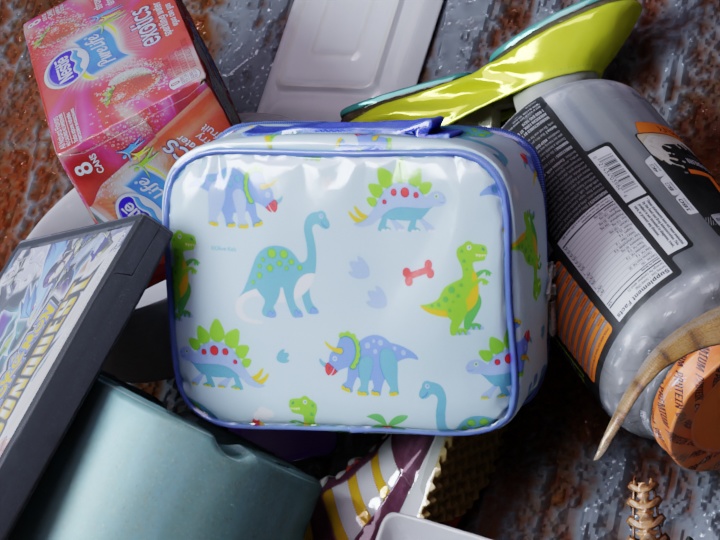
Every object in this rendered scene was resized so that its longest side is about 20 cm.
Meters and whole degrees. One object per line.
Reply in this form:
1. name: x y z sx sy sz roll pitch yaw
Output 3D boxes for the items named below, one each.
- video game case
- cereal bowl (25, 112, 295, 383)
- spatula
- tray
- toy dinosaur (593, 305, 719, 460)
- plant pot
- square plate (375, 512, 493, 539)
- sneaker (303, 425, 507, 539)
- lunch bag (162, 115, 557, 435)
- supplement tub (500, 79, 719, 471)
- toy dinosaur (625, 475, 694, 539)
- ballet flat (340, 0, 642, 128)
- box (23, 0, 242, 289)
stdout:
1. video game case: -0.188 0.066 1.383 0.180 0.025 0.201 -9 50 62
2. cereal bowl: -0.099 -0.001 1.530 0.199 0.084 0.201 -21 29 12
3. spatula: 0.017 0.065 1.490 0.199 0.021 0.057 -20 52 17
4. tray: 0.003 -0.179 1.636 0.107 0.022 0.201 4 65 31
5. toy dinosaur: 0.200 0.017 1.266 0.198 0.061 0.107 -8 54 -4
6. plant pot: -0.126 0.167 1.376 0.199 0.200 0.197 23 86 36
7. square plate: 0.076 0.241 1.324 0.197 0.028 0.201 14 70 13
8. sneaker: 0.011 0.119 1.430 0.090 0.075 0.201 15 70 28
9. lunch bag: 0.000 0.000 1.362 0.198 0.082 0.162 0 103 21
10. supplement tub: 0.151 0.003 1.390 0.122 0.123 0.200 -38 53 4
11. toy dinosaur: 0.146 0.195 1.242 0.101 0.136 0.201 15 111 -3
12. ballet flat: 0.081 -0.094 1.529 0.199 0.067 0.068 -23 76 19
13. box: -0.122 -0.087 1.500 0.095 0.100 0.200 -27 29 1
